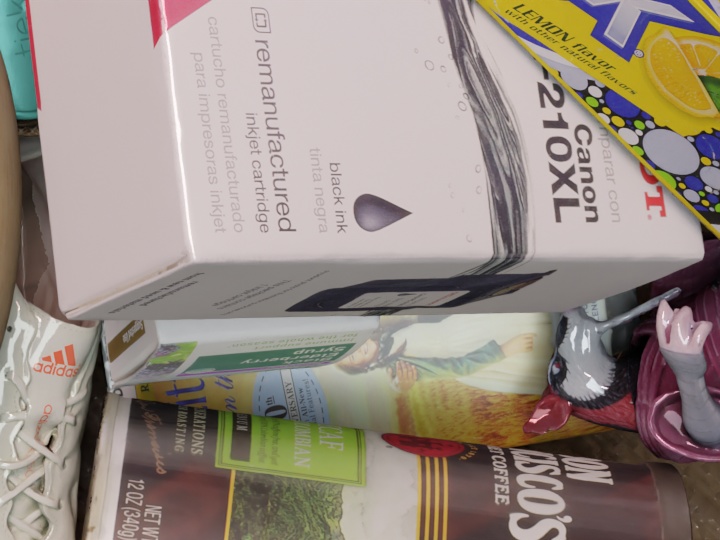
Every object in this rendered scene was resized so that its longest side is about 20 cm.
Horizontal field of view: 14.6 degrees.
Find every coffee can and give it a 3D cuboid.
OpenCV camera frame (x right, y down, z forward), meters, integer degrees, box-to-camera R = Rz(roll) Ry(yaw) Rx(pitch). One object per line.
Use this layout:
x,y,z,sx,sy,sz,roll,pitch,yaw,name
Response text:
0.001,0.127,0.959,0.198,0.146,0.148,7,96,-4,coffee can

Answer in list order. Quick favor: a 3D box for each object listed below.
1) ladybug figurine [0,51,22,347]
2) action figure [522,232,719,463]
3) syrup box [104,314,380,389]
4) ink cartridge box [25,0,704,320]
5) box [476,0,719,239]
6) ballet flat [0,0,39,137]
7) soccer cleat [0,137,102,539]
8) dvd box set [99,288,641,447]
-0.172,-0.015,0.879,0.135,0.072,0.202,-5,107,-47,ladybug figurine
0.149,0.019,0.982,0.199,0.135,0.149,-25,126,27,action figure
-0.052,-0.066,0.959,0.078,0.081,0.202,-5,78,-18,syrup box
0.002,-0.063,0.884,0.199,0.084,0.146,0,77,-36,ink cartridge box
0.084,-0.096,0.854,0.200,0.070,0.064,42,53,-18,box
-0.127,-0.145,0.920,0.067,0.075,0.201,-12,109,-10,ballet flat
-0.123,0.048,0.985,0.077,0.069,0.202,-11,83,32,soccer cleat
0.000,0.000,1.031,0.198,0.029,0.148,-8,96,-3,dvd box set
